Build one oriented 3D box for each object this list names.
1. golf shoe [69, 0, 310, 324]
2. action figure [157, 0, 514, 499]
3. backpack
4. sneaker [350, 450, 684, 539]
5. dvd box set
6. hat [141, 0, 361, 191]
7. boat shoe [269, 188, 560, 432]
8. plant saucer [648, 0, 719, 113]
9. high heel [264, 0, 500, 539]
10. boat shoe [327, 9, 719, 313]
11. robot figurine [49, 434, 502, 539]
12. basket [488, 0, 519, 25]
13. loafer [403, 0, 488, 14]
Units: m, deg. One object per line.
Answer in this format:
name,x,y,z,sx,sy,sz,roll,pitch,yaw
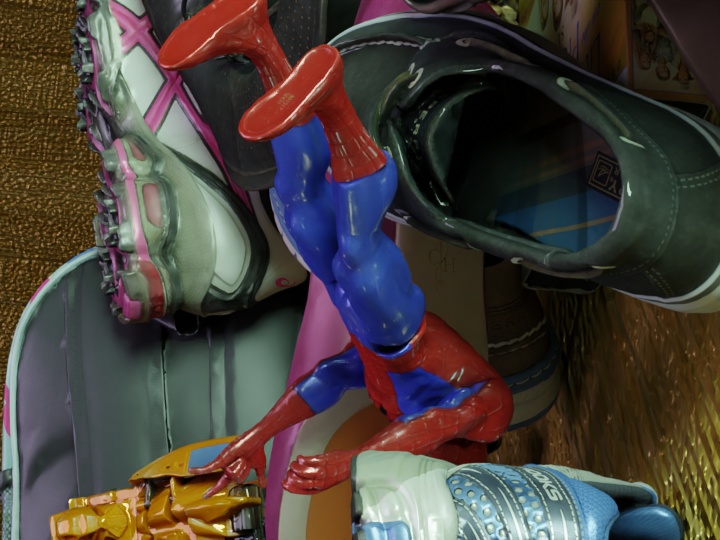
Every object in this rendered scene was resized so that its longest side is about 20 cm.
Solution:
golf shoe,-0.071,-0.068,1.125,0.073,0.091,0.201,105,156,-59
action figure,-0.018,0.020,0.799,0.065,0.099,0.200,43,171,42
backpack,-0.060,0.084,1.157,0.151,0.176,0.202,31,-127,-82
sneaker,0.056,0.097,0.810,0.200,0.084,0.078,40,-133,-74
dvd box set,0.079,-0.112,0.897,0.146,0.029,0.202,113,160,-66
hat,-0.020,-0.133,0.994,0.200,0.080,0.202,170,90,-69
boat shoe,0.021,-0.024,1.002,0.200,0.072,0.073,-130,30,-50
plant saucer,0.070,-0.126,0.709,0.201,0.029,0.200,64,-178,-3
high heel,0.000,0.000,0.911,0.096,0.067,0.201,44,123,52
boat shoe,0.037,-0.039,0.792,0.199,0.056,0.069,22,98,51
robot figurine,-0.024,0.120,1.010,0.199,0.058,0.146,-14,76,36
basket,-0.022,-0.111,1.148,0.200,0.148,0.144,121,153,-66
loafer,0.034,-0.100,0.742,0.072,0.063,0.200,62,-178,6
